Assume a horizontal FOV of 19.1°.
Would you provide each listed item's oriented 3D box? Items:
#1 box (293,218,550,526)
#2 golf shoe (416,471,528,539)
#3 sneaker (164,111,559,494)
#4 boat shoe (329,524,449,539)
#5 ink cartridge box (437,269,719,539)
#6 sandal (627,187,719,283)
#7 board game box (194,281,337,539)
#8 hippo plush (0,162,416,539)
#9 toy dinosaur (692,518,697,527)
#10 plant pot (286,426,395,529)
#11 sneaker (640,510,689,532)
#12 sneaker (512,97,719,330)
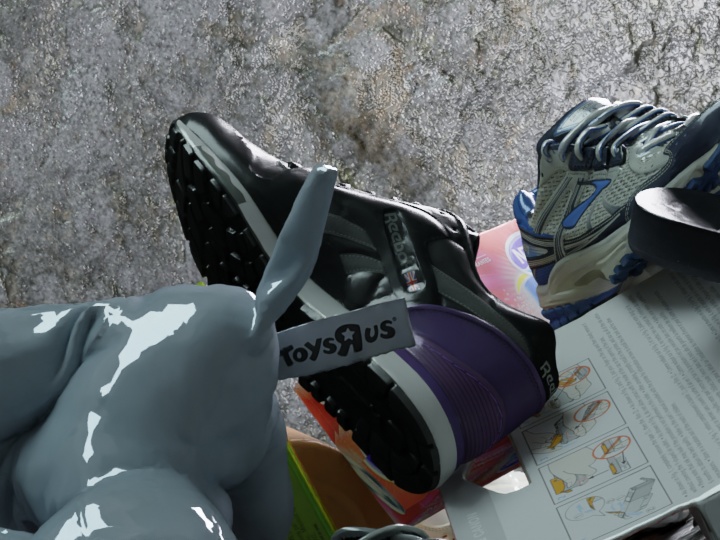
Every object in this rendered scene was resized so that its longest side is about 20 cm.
[{"bbox_3d":[0.075,0.041,1.091,0.199,0.095,0.103,-22,-22,-50],"label":"box"},{"bbox_3d":[0.072,0.133,1.235,0.075,0.092,0.200,-32,-6,20],"label":"golf shoe"},{"bbox_3d":[0.000,0.000,0.880,0.087,0.200,0.076,-30,-29,-24],"label":"sneaker"},{"bbox_3d":[0.005,0.121,0.750,0.071,0.068,0.200,4,-26,-9],"label":"boat shoe"},{"bbox_3d":[0.116,0.062,0.834,0.175,0.045,0.200,-28,18,4],"label":"ink cartridge box"},{"bbox_3d":[0.199,-0.006,0.794,0.199,0.043,0.076,14,17,12],"label":"sandal"},{"bbox_3d":[-0.064,0.119,0.926,0.101,0.201,0.048,-28,11,-2],"label":"board game box"},{"bbox_3d":[-0.072,0.097,0.720,0.199,0.160,0.162,-16,43,13],"label":"hippo plush"},{"bbox_3d":[0.208,0.054,0.982,0.135,0.103,0.200,-15,-19,15],"label":"toy dinosaur"},{"bbox_3d":[-0.070,0.156,1.080,0.199,0.201,0.140,-26,13,-36],"label":"plant pot"},{"bbox_3d":[0.121,0.112,1.088,0.091,0.078,0.200,-39,-15,18],"label":"sneaker"},{"bbox_3d":[0.113,-0.039,0.934,0.077,0.086,0.200,-22,-12,-26],"label":"sneaker"}]
